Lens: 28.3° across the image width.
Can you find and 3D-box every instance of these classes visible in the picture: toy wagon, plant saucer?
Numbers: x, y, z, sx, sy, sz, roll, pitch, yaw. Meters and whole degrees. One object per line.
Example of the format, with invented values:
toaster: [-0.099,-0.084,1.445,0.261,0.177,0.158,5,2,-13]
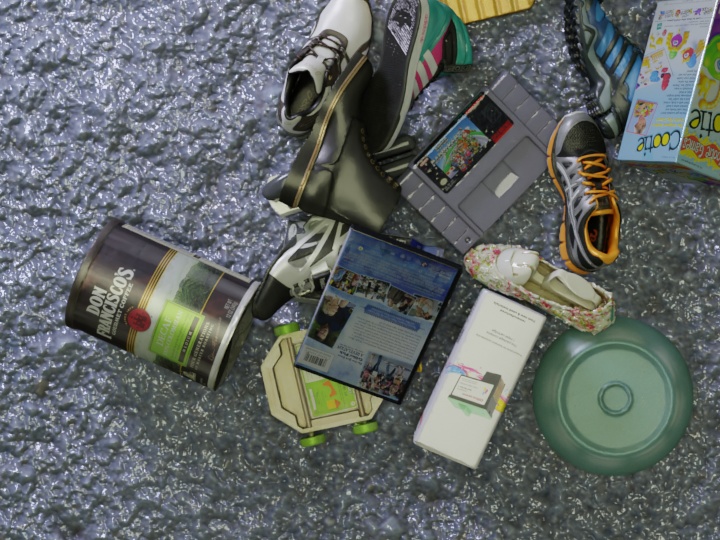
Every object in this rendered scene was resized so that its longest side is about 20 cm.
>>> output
toy wagon: [-0.020,0.130,1.786,0.200,0.040,0.155,-13,90,3]
plant saucer: [0.314,0.157,1.765,0.200,0.036,0.200,0,91,4]

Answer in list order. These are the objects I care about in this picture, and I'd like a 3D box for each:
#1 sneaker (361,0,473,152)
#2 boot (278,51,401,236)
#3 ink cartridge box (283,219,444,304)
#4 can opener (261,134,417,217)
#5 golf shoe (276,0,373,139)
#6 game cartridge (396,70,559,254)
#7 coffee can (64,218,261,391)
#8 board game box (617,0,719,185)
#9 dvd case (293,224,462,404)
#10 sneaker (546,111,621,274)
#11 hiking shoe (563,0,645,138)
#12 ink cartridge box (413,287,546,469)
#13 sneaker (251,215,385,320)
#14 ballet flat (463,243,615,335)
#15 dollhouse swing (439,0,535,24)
sneaker: [0.074,-0.239,1.745,0.084,0.121,0.200,37,117,41]
boot: [0.005,-0.144,1.701,0.138,0.077,0.200,25,89,-1]
ink cartridge box: [0.000,0.000,1.776,0.200,0.039,0.100,8,81,3]
can opener: [-0.024,-0.118,1.768,0.200,0.067,0.053,-18,90,4]
golf shoe: [-0.041,-0.257,1.756,0.078,0.094,0.200,23,91,4]
game cartridge: [0.150,-0.134,1.758,0.130,0.038,0.200,43,93,-18]
coffee can: [-0.238,0.041,1.745,0.200,0.146,0.146,23,92,3]
board game box: [0.399,-0.211,1.696,0.103,0.105,0.200,17,87,-32]
dvd case: [0.020,0.056,1.710,0.143,0.018,0.200,20,113,-6]
sneaker: [0.281,-0.095,1.733,0.078,0.077,0.200,-11,96,-18]
hiking shoe: [0.307,-0.265,1.750,0.087,0.074,0.200,-17,99,-4]
ink cartridge box: [0.143,0.127,1.721,0.084,0.145,0.200,25,92,3]
sneaker: [-0.049,-0.007,1.722,0.088,0.074,0.200,38,83,10]
ballet flat: [0.225,0.010,1.748,0.200,0.064,0.076,24,61,4]
dollhouse swing: [0.128,-0.401,1.702,0.200,0.176,0.182,-12,90,3]
